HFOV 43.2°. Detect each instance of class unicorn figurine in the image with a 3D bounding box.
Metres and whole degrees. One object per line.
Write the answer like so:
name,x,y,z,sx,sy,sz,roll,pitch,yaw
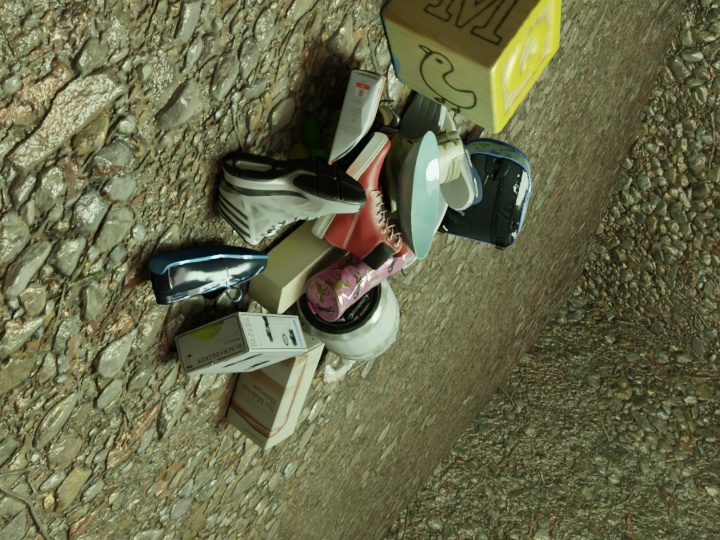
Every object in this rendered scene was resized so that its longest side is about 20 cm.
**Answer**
unicorn figurine,-0.022,0.145,1.821,0.200,0.073,0.138,-50,169,-37

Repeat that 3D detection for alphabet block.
alphabet block,0.176,-0.370,1.401,0.197,0.199,0.196,-54,158,-10

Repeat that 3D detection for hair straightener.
hair straightener,0.003,-0.198,1.428,0.041,0.077,0.201,-9,146,-36

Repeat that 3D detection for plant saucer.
plant saucer,0.088,-0.119,1.438,0.201,0.038,0.204,6,90,-75

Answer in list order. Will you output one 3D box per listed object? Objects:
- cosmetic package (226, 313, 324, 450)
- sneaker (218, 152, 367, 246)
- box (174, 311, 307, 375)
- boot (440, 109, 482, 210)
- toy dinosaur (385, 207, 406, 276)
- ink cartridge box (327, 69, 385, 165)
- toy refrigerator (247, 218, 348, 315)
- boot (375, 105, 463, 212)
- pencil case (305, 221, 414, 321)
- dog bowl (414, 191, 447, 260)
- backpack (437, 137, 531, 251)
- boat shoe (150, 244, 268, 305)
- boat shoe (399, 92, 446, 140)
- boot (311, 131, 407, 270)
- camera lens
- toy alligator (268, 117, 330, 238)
cosmetic package,-0.149,0.192,1.565,0.087,0.103,0.202,-24,138,-54
sneaker,-0.097,-0.088,1.234,0.076,0.198,0.116,-97,-158,-47
box,-0.175,0.111,1.370,0.116,0.061,0.200,-21,169,20
boot,0.165,-0.210,1.664,0.090,0.072,0.202,-20,95,-63
toy dinosaur,0.047,-0.084,1.601,0.077,0.101,0.202,76,21,-70
ink cartridge box,-0.011,-0.187,1.313,0.162,0.050,0.202,-73,175,-77
toy refrigerator,-0.091,-0.023,1.454,0.200,0.070,0.076,-43,161,-35
boot,0.093,-0.207,1.511,0.153,0.072,0.201,-25,134,-14
pencil case,0.000,0.000,1.461,0.199,0.082,0.087,-37,142,-34
dog bowl,0.085,-0.106,1.724,0.200,0.078,0.201,-47,156,-29
backpack,0.267,-0.174,1.918,0.147,0.181,0.202,-69,173,-57
boat shoe,-0.207,0.006,1.222,0.199,0.084,0.070,-7,108,-48
boat shoe,0.127,-0.291,1.582,0.062,0.072,0.202,-26,141,-64
boot,0.030,-0.098,1.359,0.201,0.143,0.073,-59,-179,34
camera lens,-0.018,0.065,1.607,0.161,0.159,0.200,-55,159,-10
toy alligator,-0.085,-0.124,1.342,0.059,0.054,0.202,-17,134,-60
